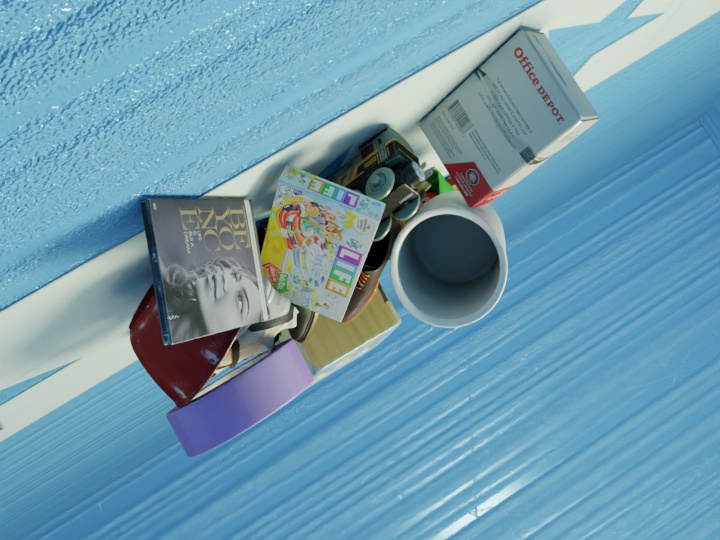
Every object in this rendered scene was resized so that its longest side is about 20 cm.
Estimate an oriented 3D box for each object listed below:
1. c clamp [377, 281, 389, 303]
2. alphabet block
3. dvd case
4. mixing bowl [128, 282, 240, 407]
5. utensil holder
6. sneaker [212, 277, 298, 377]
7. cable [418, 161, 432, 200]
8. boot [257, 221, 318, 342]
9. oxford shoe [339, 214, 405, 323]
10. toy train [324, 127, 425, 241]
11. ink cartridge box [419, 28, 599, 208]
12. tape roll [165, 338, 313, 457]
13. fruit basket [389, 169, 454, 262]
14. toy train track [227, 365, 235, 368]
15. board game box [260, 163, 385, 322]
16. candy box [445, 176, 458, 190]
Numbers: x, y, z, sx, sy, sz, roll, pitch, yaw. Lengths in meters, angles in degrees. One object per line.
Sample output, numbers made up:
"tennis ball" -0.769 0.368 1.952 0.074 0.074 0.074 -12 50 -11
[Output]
"c clamp" -0.066 0.019 1.300 0.197 0.173 0.027 -24 147 8
"alphabet block" -0.068 0.080 1.460 0.194 0.202 0.196 -27 169 -24
"dvd case" -0.168 -0.006 0.871 0.016 0.152 0.199 -9 180 24
"mixing bowl" -0.230 0.062 0.999 0.201 0.107 0.202 -49 -160 25
"utensil holder" 0.138 -0.027 1.162 0.169 0.171 0.200 -34 -174 17
"sneaker" -0.160 0.098 1.051 0.200 0.079 0.074 -43 -155 33
"cable" 0.045 -0.098 1.282 0.200 0.050 0.097 -44 -165 1
"boot" -0.112 0.014 1.131 0.095 0.205 0.074 -4 -160 -32
"oxford shoe" 0.000 0.000 1.207 0.203 0.070 0.072 -63 172 18
"toy train" 0.001 -0.101 1.035 0.198 0.116 0.085 -34 138 28
"ink cartridge box" 0.201 -0.205 1.049 0.199 0.146 0.083 -38 169 37
"tape roll" -0.163 0.171 1.046 0.198 0.067 0.200 -30 180 0
"fruit basket" 0.087 -0.071 1.366 0.214 0.218 0.155 -21 167 -47
"toy train track" -0.230 0.082 1.139 0.195 0.116 0.033 8 138 -5
"board game box" -0.058 -0.029 0.994 0.202 0.132 0.035 111 -1 -45
"candy box" 0.192 -0.144 1.607 0.114 0.056 0.200 -28 170 -25
